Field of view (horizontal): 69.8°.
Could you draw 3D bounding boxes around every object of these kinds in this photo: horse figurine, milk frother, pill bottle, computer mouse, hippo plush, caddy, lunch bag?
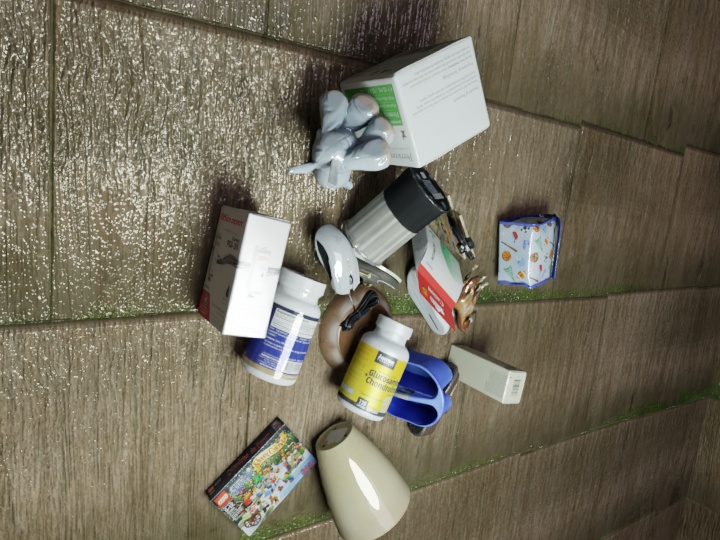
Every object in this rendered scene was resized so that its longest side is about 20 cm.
[{"bbox_3d":[0.266,0.067,1.273,0.133,0.050,0.200,-52,154,-8],"label":"horse figurine"},{"bbox_3d":[0.105,-0.071,1.034,0.187,0.203,0.179,-38,153,27],"label":"milk frother"},{"bbox_3d":[0.036,0.201,1.091,0.111,0.111,0.203,26,87,-35],"label":"pill bottle"},{"bbox_3d":[-0.029,0.007,1.000,0.109,0.043,0.203,-33,107,-36],"label":"computer mouse"},{"bbox_3d":[-0.143,0.104,0.986,0.114,0.115,0.204,22,88,-36],"label":"pill bottle"},{"bbox_3d":[-0.024,-0.206,0.951,0.156,0.161,0.204,20,74,0],"label":"hippo plush"},{"bbox_3d":[0.113,0.263,1.159,0.104,0.197,0.145,-14,107,-48],"label":"caddy"},{"bbox_3d":[0.458,-0.058,1.363,0.198,0.122,0.174,-14,110,-46],"label":"lunch bag"}]

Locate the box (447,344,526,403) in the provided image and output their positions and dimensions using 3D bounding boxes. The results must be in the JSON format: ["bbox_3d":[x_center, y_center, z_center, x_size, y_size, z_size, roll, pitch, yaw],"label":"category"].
[{"bbox_3d":[0.305,0.253,1.278,0.067,0.199,0.084,10,97,-35],"label":"box"}]

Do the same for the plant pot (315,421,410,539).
[{"bbox_3d":[-0.014,0.443,1.135,0.186,0.186,0.203,-32,104,-24],"label":"plant pot"}]

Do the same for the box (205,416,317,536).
[{"bbox_3d":[-0.200,0.426,1.070,0.200,0.037,0.138,-44,122,-18],"label":"box"}]

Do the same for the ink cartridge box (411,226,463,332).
[{"bbox_3d":[0.178,0.012,1.151,0.050,0.202,0.161,-29,127,22],"label":"ink cartridge box"}]

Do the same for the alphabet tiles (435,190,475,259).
[{"bbox_3d":[0.190,-0.106,1.120,0.007,0.200,0.169,-26,117,-3],"label":"alphabet tiles"}]

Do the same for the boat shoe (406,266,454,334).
[{"bbox_3d":[0.169,0.059,1.228,0.071,0.071,0.202,-50,129,-33],"label":"boat shoe"}]

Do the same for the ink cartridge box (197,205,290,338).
[{"bbox_3d":[-0.205,-0.003,0.898,0.082,0.146,0.205,11,94,-35],"label":"ink cartridge box"}]

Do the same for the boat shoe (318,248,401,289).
[{"bbox_3d":[0.000,0.000,1.088,0.199,0.071,0.062,28,84,-28],"label":"boat shoe"}]

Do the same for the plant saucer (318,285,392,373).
[{"bbox_3d":[0.001,0.136,1.142,0.197,0.036,0.205,-10,107,-33],"label":"plant saucer"}]

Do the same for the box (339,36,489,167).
[{"bbox_3d":[0.104,-0.323,1.003,0.198,0.198,0.174,-33,118,-22],"label":"box"}]

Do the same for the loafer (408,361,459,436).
[{"bbox_3d":[0.191,0.326,1.304,0.071,0.073,0.202,32,89,-43],"label":"loafer"}]
